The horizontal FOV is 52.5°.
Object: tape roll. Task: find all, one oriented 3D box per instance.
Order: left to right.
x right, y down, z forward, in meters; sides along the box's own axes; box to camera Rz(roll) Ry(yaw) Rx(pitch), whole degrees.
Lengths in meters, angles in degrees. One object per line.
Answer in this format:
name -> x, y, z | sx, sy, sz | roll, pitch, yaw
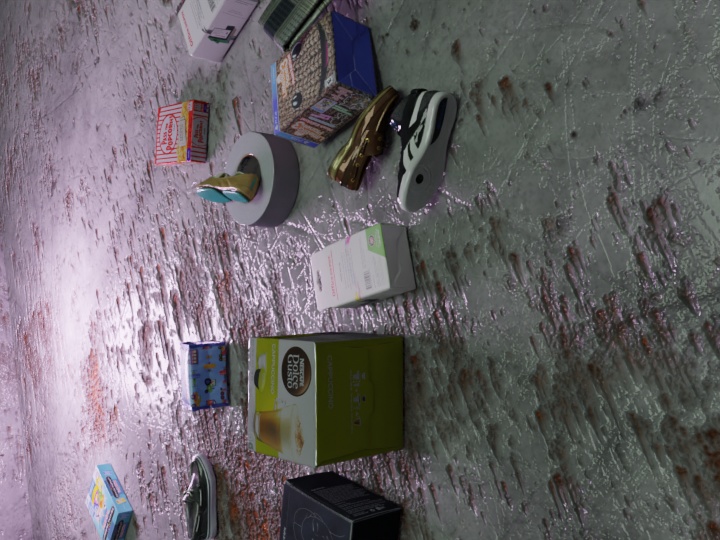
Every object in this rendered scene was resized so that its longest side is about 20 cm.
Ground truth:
tape roll -> -0.216, -0.194, 1.567 | 0.200, 0.066, 0.202 | -1, 88, 49

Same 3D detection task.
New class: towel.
towel -> -0.108, -0.522, 1.393 | 0.200, 0.034, 0.193 | -50, 37, 12

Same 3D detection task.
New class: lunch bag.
lunch bag -> -0.399, 0.248, 1.754 | 0.200, 0.094, 0.152 | -7, 86, 58

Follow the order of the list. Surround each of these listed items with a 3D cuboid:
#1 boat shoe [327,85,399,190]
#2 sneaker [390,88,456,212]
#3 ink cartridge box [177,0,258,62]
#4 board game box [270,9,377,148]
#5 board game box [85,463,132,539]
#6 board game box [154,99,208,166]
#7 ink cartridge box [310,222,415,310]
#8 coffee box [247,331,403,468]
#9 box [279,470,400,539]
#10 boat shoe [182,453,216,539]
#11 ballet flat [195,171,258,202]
boat shoe -> 0.018, -0.234, 1.308 | 0.067, 0.072, 0.201 | 36, 111, 7
sneaker -> 0.087, -0.203, 1.221 | 0.112, 0.073, 0.201 | 26, 100, 50
ink cartridge box -> -0.338, -0.613, 1.709 | 0.200, 0.084, 0.147 | -42, 58, 40
board game box -> -0.072, -0.354, 1.370 | 0.200, 0.096, 0.160 | -28, 60, 45
board game box -> -0.744, 0.696, 2.154 | 0.200, 0.047, 0.152 | 42, 119, 42
board game box -> -0.458, -0.347, 1.866 | 0.199, 0.046, 0.153 | 5, 92, 49
ink cartridge box -> 0.000, 0.000, 1.308 | 0.199, 0.067, 0.118 | -20, 74, 46
coffee box -> -0.060, 0.213, 1.268 | 0.197, 0.199, 0.201 | -2, 87, 48
box -> -0.044, 0.491, 1.296 | 0.196, 0.123, 0.201 | 11, 97, 47
boat shoe -> -0.385, 0.537, 1.727 | 0.072, 0.071, 0.201 | -27, 68, 45
ballet flat -> -0.279, -0.179, 1.557 | 0.199, 0.069, 0.063 | 10, 68, 46
